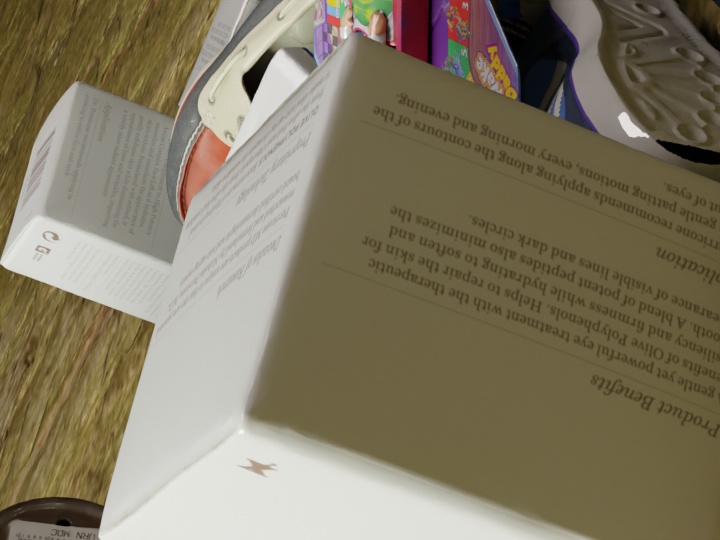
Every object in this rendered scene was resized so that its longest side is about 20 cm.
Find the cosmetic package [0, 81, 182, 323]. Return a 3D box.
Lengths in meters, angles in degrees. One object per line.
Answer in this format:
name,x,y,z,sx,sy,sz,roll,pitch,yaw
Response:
cosmetic package,-0.095,-0.022,1.600,0.074,0.200,0.102,-45,27,53

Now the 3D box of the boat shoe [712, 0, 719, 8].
boat shoe,0.153,-0.168,1.236,0.075,0.062,0.200,-59,18,28

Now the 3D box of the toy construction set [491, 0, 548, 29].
toy construction set,0.059,-0.189,1.318,0.092,0.131,0.200,-1,-97,-75

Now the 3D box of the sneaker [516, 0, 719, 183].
sneaker,0.105,-0.036,1.215,0.200,0.081,0.147,-107,32,-59

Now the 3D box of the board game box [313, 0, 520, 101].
board game box,0.008,-0.092,1.267,0.200,0.039,0.158,69,150,26

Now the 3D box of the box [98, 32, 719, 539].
box,0.030,0.044,1.113,0.200,0.199,0.171,140,148,-62

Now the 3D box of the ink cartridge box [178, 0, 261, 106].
ink cartridge box,0.003,-0.150,1.548,0.200,0.145,0.083,-67,17,4

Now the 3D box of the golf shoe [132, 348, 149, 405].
golf shoe,-0.086,0.056,1.706,0.097,0.078,0.200,-54,21,23

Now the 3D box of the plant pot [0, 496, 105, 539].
plant pot,-0.154,0.213,1.395,0.187,0.187,0.200,-85,1,-46

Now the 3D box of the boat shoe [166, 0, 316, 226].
boat shoe,-0.043,-0.092,1.446,0.200,0.071,0.063,-56,21,25

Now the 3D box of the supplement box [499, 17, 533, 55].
supplement box,0.053,-0.142,1.425,0.200,0.061,0.109,-66,16,5

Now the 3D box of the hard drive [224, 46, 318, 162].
hard drive,0.000,0.000,1.363,0.200,0.025,0.132,45,122,33
